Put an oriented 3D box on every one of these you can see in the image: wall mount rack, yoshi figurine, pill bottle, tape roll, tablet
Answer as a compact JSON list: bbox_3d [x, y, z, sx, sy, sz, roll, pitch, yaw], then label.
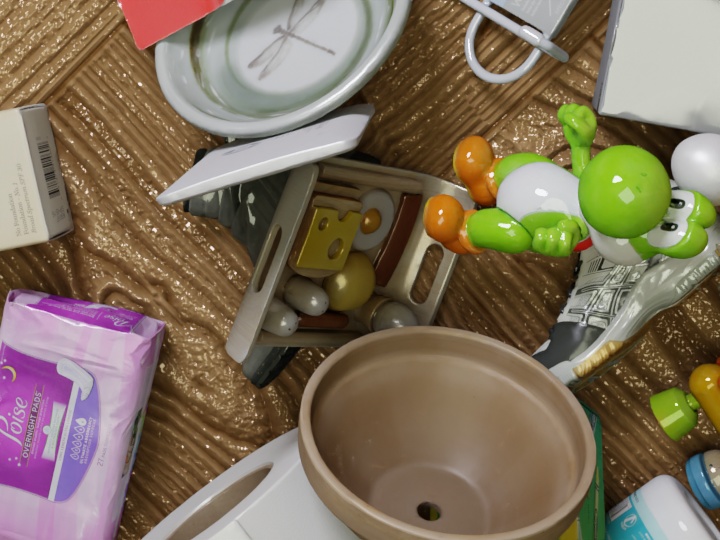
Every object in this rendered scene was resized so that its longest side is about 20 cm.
[{"bbox_3d":[0.104,-0.243,1.025,0.173,0.074,0.201,36,101,27],"label":"wall mount rack"},{"bbox_3d":[0.139,-0.053,0.985,0.199,0.112,0.113,8,106,36],"label":"yoshi figurine"},{"bbox_3d":[0.183,0.252,1.083,0.200,0.111,0.111,-39,95,11],"label":"pill bottle"},{"bbox_3d":[-0.069,0.227,1.055,0.202,0.203,0.140,-35,96,10],"label":"tape roll"},{"bbox_3d":[-0.057,-0.081,0.955,0.129,0.200,0.014,-16,100,7],"label":"tablet"}]

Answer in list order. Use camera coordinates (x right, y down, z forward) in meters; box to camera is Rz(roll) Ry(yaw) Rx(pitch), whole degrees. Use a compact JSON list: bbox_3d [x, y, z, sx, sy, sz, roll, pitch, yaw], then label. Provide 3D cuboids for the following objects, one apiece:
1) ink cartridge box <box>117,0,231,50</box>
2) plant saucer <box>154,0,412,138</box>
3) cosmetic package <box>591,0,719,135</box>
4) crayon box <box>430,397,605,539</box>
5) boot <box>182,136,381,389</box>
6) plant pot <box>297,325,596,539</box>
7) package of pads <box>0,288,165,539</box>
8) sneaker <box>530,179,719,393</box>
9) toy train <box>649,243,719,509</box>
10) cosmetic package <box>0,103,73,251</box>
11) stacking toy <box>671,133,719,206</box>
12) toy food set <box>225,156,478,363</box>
[{"bbox_3d":[-0.106,-0.274,1.022,0.199,0.050,0.162,-26,75,7],"label":"ink cartridge box"},{"bbox_3d":[-0.048,-0.170,1.025,0.199,0.050,0.201,-12,57,20],"label":"plant saucer"},{"bbox_3d":[0.269,-0.145,1.020,0.198,0.090,0.108,13,101,5],"label":"cosmetic package"},{"bbox_3d":[0.113,0.200,1.041,0.118,0.058,0.202,-10,65,27],"label":"crayon box"},{"bbox_3d":[-0.078,-0.024,1.089,0.130,0.068,0.201,25,96,7],"label":"boot"},{"bbox_3d":[0.053,0.137,0.985,0.199,0.201,0.093,13,129,3],"label":"plant pot"},{"bbox_3d":[-0.231,0.122,1.114,0.120,0.076,0.202,14,101,1],"label":"package of pads"},{"bbox_3d":[0.181,0.016,1.071,0.200,0.076,0.088,-43,76,9],"label":"sneaker"},{"bbox_3d":[0.260,0.082,1.052,0.115,0.085,0.200,-30,108,23],"label":"toy train"},{"bbox_3d":[-0.329,-0.057,1.093,0.198,0.073,0.104,-12,98,6],"label":"cosmetic package"},{"bbox_3d":[0.299,-0.030,0.990,0.199,0.146,0.147,29,101,-11],"label":"stacking toy"},{"bbox_3d":[0.000,0.000,1.024,0.060,0.199,0.144,29,104,34],"label":"toy food set"}]
